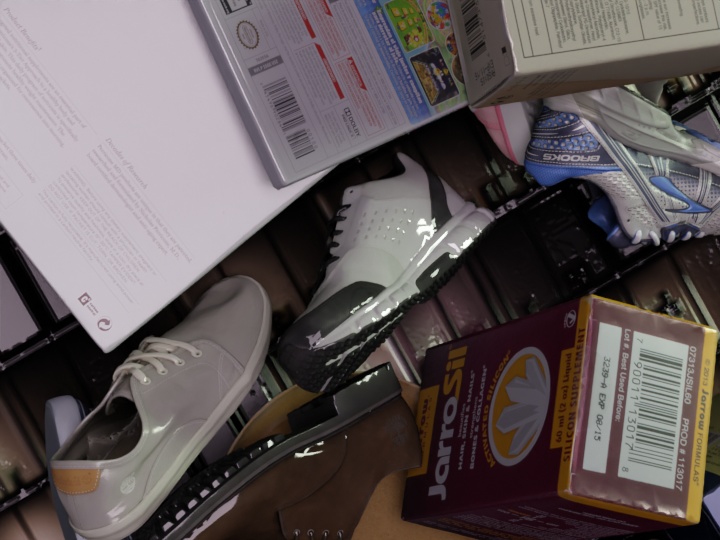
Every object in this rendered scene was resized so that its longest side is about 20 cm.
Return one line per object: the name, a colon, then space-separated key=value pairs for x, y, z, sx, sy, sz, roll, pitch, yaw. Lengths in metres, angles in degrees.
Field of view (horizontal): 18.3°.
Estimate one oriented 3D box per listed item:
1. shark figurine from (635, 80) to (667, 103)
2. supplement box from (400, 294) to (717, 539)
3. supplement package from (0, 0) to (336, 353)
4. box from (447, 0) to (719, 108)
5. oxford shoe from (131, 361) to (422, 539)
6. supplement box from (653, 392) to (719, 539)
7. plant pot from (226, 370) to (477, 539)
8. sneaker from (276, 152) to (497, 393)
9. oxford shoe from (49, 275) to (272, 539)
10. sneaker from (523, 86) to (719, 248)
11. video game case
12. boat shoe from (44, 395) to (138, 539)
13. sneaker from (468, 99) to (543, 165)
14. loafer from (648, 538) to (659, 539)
shark figurine: x=0.206 y=-0.126 z=1.349 sx=0.213 sy=0.128 sz=0.090 roll=25 pitch=124 yaw=9
supplement box: x=0.109 y=0.090 z=1.263 sx=0.085 sy=0.200 sz=0.111 roll=15 pitch=74 yaw=-22
supplement package: x=-0.129 y=-0.090 z=1.272 sx=0.200 sy=0.147 sz=0.192 roll=-39 pitch=96 yaw=-6
box: x=0.153 y=-0.153 z=1.217 sx=0.199 sy=0.078 sz=0.096 roll=-8 pitch=82 yaw=-17
oxford shoe: x=-0.041 y=0.131 z=1.257 sx=0.199 sy=0.073 sz=0.085 roll=-29 pitch=93 yaw=-27
supplement box: x=0.284 y=0.123 z=1.302 sx=0.199 sy=0.200 sz=0.135 roll=-33 pitch=95 yaw=-6
plant pot: x=-0.002 y=0.161 z=1.324 sx=0.199 sy=0.027 sz=0.201 roll=6 pitch=76 yaw=-24
sneaker: x=0.000 y=0.000 z=1.296 sx=0.080 sy=0.200 sz=0.074 roll=43 pitch=129 yaw=4
oxford shoe: x=-0.112 y=0.067 z=1.275 sx=0.200 sy=0.075 sz=0.058 roll=-56 pitch=128 yaw=-37
sneaker: x=0.180 y=-0.049 z=1.347 sx=0.199 sy=0.077 sz=0.086 roll=27 pitch=96 yaw=-21
video game case: x=0.010 y=-0.147 z=1.222 sx=0.199 sy=0.018 sz=0.144 roll=-25 pitch=90 yaw=-23
boat shoe: x=-0.124 y=0.163 z=1.318 sx=0.090 sy=0.071 sz=0.202 roll=-16 pitch=95 yaw=-16
sneaker: x=0.053 y=-0.154 z=1.343 sx=0.104 sy=0.075 sz=0.201 roll=-5 pitch=118 yaw=28
loafer: x=0.196 y=0.253 z=1.331 sx=0.076 sy=0.068 sz=0.201 roll=-32 pitch=117 yaw=-38
